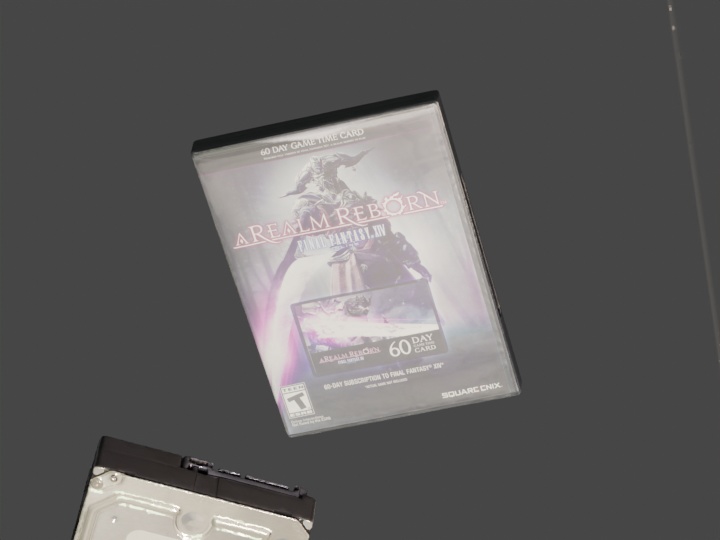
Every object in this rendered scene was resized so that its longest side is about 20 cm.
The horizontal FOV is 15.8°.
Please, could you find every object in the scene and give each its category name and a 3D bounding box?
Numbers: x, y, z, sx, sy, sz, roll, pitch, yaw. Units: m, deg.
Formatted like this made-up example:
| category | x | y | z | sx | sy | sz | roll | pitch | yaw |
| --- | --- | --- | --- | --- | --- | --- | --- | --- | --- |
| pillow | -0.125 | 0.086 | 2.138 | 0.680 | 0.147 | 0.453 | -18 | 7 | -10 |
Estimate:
| category | x | y | z | sx | sy | sz | roll | pitch | yaw |
| --- | --- | --- | --- | --- | --- | --- | --- | --- | --- |
| video game case | 0.000 | 0.000 | 1.471 | 0.142 | 0.019 | 0.201 | -11 | 122 | 11 |
| hard drive | -0.118 | 0.204 | 1.600 | 0.139 | 0.038 | 0.200 | 16 | 122 | -7 |
